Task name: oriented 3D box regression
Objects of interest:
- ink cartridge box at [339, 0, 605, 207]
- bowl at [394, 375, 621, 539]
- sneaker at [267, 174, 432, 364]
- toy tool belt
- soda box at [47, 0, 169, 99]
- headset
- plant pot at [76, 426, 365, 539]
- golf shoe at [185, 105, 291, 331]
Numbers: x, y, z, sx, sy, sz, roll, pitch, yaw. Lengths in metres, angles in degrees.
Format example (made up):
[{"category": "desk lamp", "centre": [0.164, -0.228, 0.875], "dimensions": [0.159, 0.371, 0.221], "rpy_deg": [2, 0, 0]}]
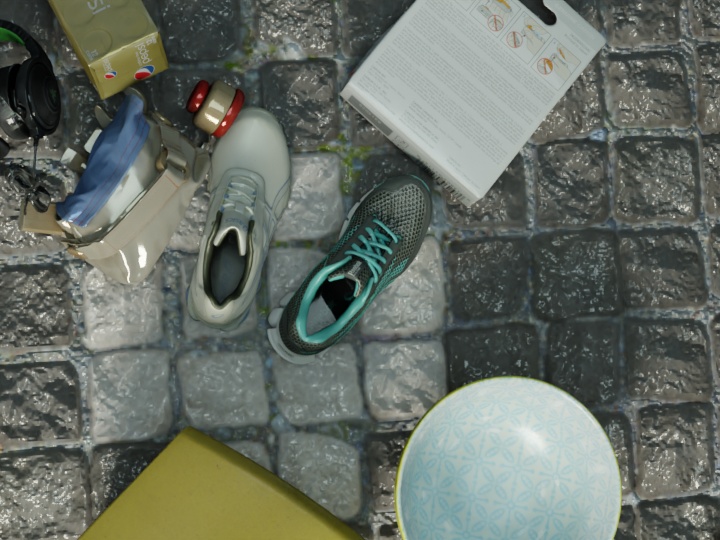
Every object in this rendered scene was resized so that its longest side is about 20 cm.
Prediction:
[{"category": "ink cartridge box", "centre": [0.101, -0.185, 1.495], "dimensions": [0.162, 0.050, 0.200], "rpy_deg": [41, 74, -4]}, {"category": "bowl", "centre": [0.118, 0.192, 1.439], "dimensions": [0.199, 0.108, 0.202], "rpy_deg": [0, 87, -9]}, {"category": "sneaker", "centre": [0.000, 0.000, 1.440], "dimensions": [0.077, 0.091, 0.200], "rpy_deg": [37, 82, -6]}, {"category": "toy tool belt", "centre": [-0.196, -0.096, 1.402], "dimensions": [0.122, 0.125, 0.201], "rpy_deg": [30, 82, -14]}, {"category": "soda box", "centre": [-0.238, -0.249, 1.399], "dimensions": [0.067, 0.064, 0.201], "rpy_deg": [-27, 70, -8]}, {"category": "headset", "centre": [-0.308, -0.130, 1.374], "dimensions": [0.123, 0.094, 0.201], "rpy_deg": [-34, 65, 3]}, {"category": "plant pot", "centre": [-0.123, 0.242, 1.368], "dimensions": [0.176, 0.200, 0.200], "rpy_deg": [43, 82, 8]}, {"category": "golf shoe", "centre": [-0.101, -0.048, 1.426], "dimensions": [0.078, 0.097, 0.201], "rpy_deg": [10, 84, -6]}]
